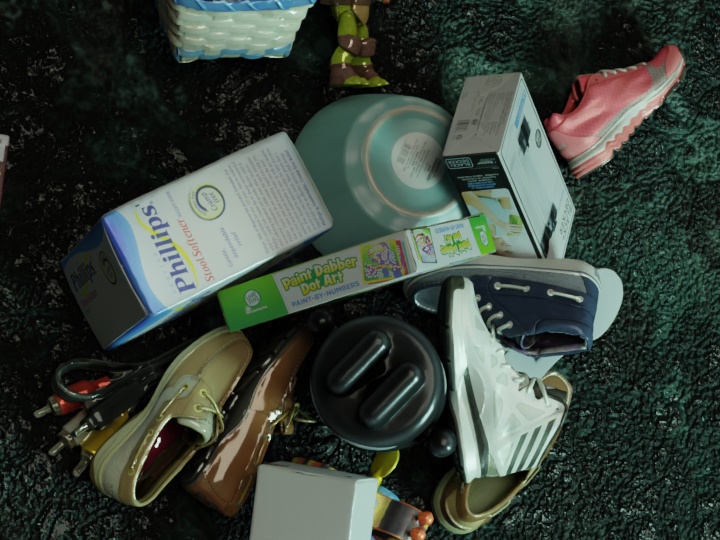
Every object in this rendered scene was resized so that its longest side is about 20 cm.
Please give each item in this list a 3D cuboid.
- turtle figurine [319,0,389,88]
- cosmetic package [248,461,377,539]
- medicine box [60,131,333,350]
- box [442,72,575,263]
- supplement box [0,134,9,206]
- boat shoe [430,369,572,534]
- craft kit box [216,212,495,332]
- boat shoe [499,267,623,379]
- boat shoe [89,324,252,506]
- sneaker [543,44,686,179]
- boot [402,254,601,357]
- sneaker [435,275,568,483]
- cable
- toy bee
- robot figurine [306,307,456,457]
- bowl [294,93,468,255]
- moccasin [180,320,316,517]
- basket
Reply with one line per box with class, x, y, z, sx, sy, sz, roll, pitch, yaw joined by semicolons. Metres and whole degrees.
turtle figurine;-0.010;-0.266;1.790;0.064;0.200;0.162;0;93;12
cosmetic package;-0.050;0.282;1.632;0.102;0.074;0.200;8;89;18
medicine box;-0.155;-0.024;1.646;0.200;0.182;0.103;-28;88;-24
box;0.151;-0.086;1.771;0.200;0.060;0.117;63;34;-41
supplement box;-0.390;-0.031;1.623;0.109;0.061;0.200;9;76;-20
boat shoe;0.153;0.183;1.778;0.076;0.074;0.200;42;67;-8
craft kit box;0.000;0.000;1.649;0.197;0.200;0.049;-8;81;-64
boat shoe;0.186;0.064;1.824;0.200;0.066;0.072;-43;117;-21
boat shoe;-0.162;0.139;1.648;0.200;0.066;0.074;-51;137;-14
sneaker;0.275;-0.191;1.912;0.087;0.074;0.200;46;67;-5
boot;0.135;0.037;1.753;0.200;0.073;0.090;-3;47;16
sneaker;0.138;0.099;1.711;0.115;0.076;0.201;-8;96;-5
cable;-0.218;0.105;1.677;0.200;0.050;0.097;-34;93;-35
toy bee;0.023;0.231;1.699;0.200;0.109;0.131;11;72;-19
robot figurine;0.020;0.105;1.649;0.125;0.200;0.151;-7;81;4
bowl;0.037;-0.096;1.781;0.200;0.105;0.201;4;77;-20
moccasin;-0.092;0.139;1.694;0.078;0.074;0.202;35;65;-20
basket;-0.123;-0.303;1.710;0.176;0.200;0.139;-3;52;-22
